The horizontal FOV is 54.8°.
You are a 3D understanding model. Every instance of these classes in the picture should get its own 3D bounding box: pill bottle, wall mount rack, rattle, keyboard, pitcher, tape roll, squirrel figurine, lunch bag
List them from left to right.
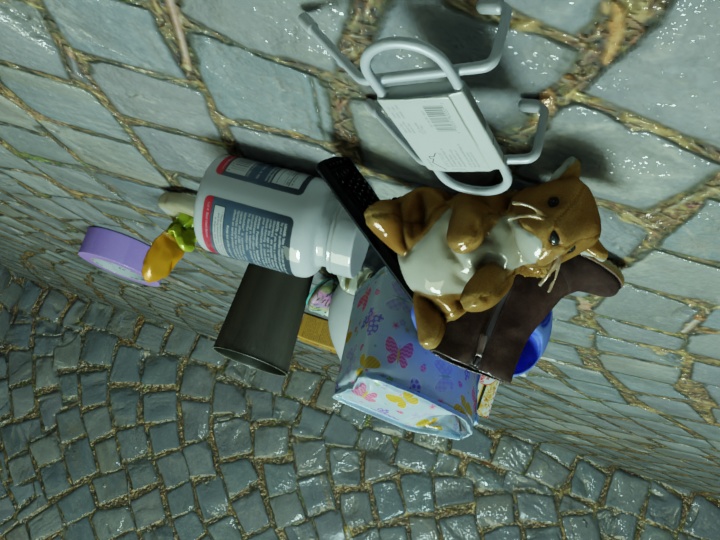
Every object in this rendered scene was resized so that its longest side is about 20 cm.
[{"bbox_3d":[-0.556,-0.031,1.635,0.195,0.067,0.201,17,165,5],"label":"tape roll"},{"bbox_3d":[-0.241,-0.039,1.080,0.195,0.145,0.132,20,149,20],"label":"rattle"},{"bbox_3d":[-0.089,-0.059,0.837,0.195,0.123,0.120,16,165,13],"label":"pill bottle"},{"bbox_3d":[0.012,0.096,1.175,0.118,0.172,0.205,11,123,14],"label":"pitcher"},{"bbox_3d":[0.039,-0.045,0.731,0.202,0.039,0.104,54,-155,2],"label":"keyboard"},{"bbox_3d":[0.077,0.122,0.952,0.196,0.173,0.127,22,147,-17],"label":"lunch bag"},{"bbox_3d":[0.043,-0.132,0.521,0.170,0.077,0.200,5,161,30],"label":"wall mount rack"},{"bbox_3d":[0.135,-0.038,0.652,0.183,0.145,0.199,-21,-176,30],"label":"squirrel figurine"}]

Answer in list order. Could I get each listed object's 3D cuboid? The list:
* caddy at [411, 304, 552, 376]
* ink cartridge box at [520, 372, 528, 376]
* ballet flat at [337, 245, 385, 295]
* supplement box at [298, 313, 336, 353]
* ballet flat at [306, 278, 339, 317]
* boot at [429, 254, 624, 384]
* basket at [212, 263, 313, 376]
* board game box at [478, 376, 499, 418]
[{"bbox_3d":[0.160,0.048,0.872,0.197,0.145,0.104,27,168,-31],"label":"caddy"},{"bbox_3d":[0.173,0.094,1.101,0.197,0.068,0.116,3,136,47],"label":"ink cartridge box"},{"bbox_3d":[0.000,0.000,1.043,0.072,0.075,0.199,24,165,-23],"label":"ballet flat"},{"bbox_3d":[-0.059,0.171,1.736,0.194,0.071,0.067,16,165,4],"label":"supplement box"},{"bbox_3d":[-0.050,0.054,1.232,0.071,0.069,0.200,42,180,1],"label":"ballet flat"},{"bbox_3d":[0.186,0.046,0.778,0.195,0.171,0.073,18,166,3],"label":"boot"},{"bbox_3d":[-0.154,0.059,1.181,0.133,0.205,0.181,19,165,-3],"label":"basket"},{"bbox_3d":[0.152,0.149,1.212,0.195,0.156,0.046,19,-175,-2],"label":"board game box"}]
